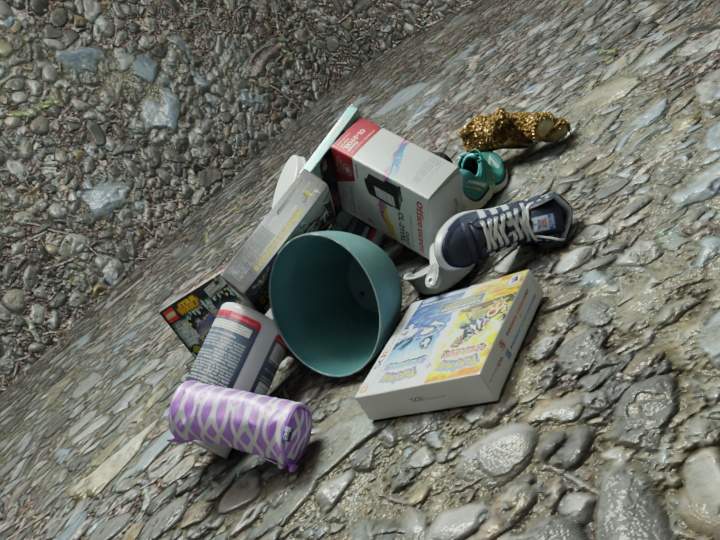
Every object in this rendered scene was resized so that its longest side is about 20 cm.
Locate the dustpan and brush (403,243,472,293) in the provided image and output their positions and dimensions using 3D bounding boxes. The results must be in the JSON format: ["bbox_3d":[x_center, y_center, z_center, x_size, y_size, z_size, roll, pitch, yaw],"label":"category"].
[{"bbox_3d":[0.114,-0.004,1.108,0.138,0.058,0.201,-32,19,18],"label":"dustpan and brush"}]

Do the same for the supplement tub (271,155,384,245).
[{"bbox_3d":[-0.052,-0.121,1.450,0.141,0.196,0.143,-51,30,44],"label":"supplement tub"}]

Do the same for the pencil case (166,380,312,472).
[{"bbox_3d":[-0.156,0.200,1.015,0.196,0.084,0.088,8,84,26],"label":"pencil case"}]

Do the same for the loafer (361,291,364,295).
[{"bbox_3d":[0.000,0.000,1.306,0.071,0.067,0.200,-60,27,-1],"label":"loafer"}]

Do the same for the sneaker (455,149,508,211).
[{"bbox_3d":[0.196,-0.163,1.296,0.076,0.081,0.200,1,26,24],"label":"sneaker"}]

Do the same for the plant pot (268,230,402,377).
[{"bbox_3d":[-0.016,0.032,1.121,0.198,0.204,0.134,-20,2,40],"label":"plant pot"}]

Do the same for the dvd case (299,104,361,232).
[{"bbox_3d":[-0.026,-0.157,1.303,0.022,0.201,0.147,28,72,25],"label":"dvd case"}]

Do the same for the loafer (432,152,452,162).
[{"bbox_3d":[0.102,-0.172,1.539,0.199,0.068,0.071,-21,38,46],"label":"loafer"}]

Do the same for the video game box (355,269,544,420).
[{"bbox_3d":[0.107,0.091,0.946,0.198,0.047,0.183,-20,28,43],"label":"video game box"}]

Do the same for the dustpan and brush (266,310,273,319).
[{"bbox_3d":[-0.103,0.070,1.361,0.138,0.058,0.198,-21,4,-43],"label":"dustpan and brush"}]

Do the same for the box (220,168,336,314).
[{"bbox_3d":[-0.117,-0.037,1.178,0.201,0.048,0.159,-53,-11,-11],"label":"box"}]

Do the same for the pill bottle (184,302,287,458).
[{"bbox_3d":[-0.194,0.163,1.152,0.119,0.119,0.203,-5,56,57],"label":"pill bottle"}]

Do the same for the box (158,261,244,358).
[{"bbox_3d":[-0.277,0.082,1.524,0.198,0.138,0.040,-30,16,21],"label":"box"}]

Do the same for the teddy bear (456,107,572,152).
[{"bbox_3d":[0.264,-0.246,1.343,0.142,0.069,0.199,-2,1,-29],"label":"teddy bear"}]

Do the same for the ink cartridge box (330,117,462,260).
[{"bbox_3d":[0.058,-0.128,1.231,0.198,0.147,0.083,32,62,29],"label":"ink cartridge box"}]

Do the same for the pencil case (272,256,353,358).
[{"bbox_3d":[-0.076,0.041,1.248,0.202,0.086,0.082,-55,-28,14],"label":"pencil case"}]

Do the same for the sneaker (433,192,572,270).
[{"bbox_3d":[0.194,-0.053,1.024,0.197,0.072,0.108,-21,10,-34],"label":"sneaker"}]
